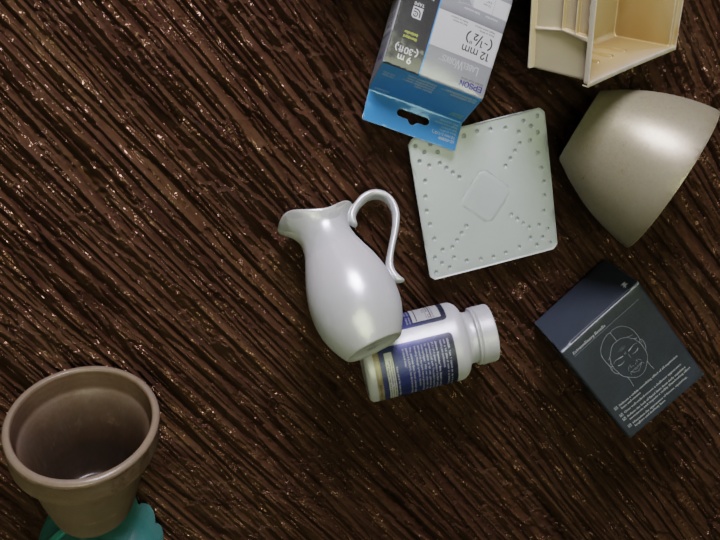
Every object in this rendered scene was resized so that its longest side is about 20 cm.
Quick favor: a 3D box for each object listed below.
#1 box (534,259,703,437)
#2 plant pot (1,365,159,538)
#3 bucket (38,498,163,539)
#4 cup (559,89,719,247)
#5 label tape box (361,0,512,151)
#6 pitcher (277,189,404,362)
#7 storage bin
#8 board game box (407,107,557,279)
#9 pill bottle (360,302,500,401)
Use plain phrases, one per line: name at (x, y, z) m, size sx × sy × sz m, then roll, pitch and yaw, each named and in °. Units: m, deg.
box at (0.387, 0.117, 1.021) m, size 0.148 × 0.107 × 0.201 m, roll -41°, pitch 110°, yaw 6°
plant pot at (-0.369, 0.264, 0.925) m, size 0.193 × 0.203 × 0.179 m, roll 2°, pitch 125°, yaw -9°
bucket at (-0.392, 0.447, 0.993) m, size 0.200 × 0.135 × 0.214 m, roll -2°, pitch 107°, yaw -8°
cup at (0.351, -0.156, 0.900) m, size 0.141 × 0.200 × 0.204 m, roll 32°, pitch 102°, yaw 11°
label tape box at (0.096, -0.272, 0.859) m, size 0.139 × 0.066 × 0.206 m, roll 15°, pitch 95°, yaw -13°
pitcher at (0.000, 0.000, 0.897) m, size 0.167 × 0.122 × 0.204 m, roll -23°, pitch 74°, yaw -8°
storage bin at (0.299, -0.351, 0.800) m, size 0.197 × 0.093 × 0.204 m, roll -26°, pitch 127°, yaw -31°
board game box at (0.174, -0.108, 0.959) m, size 0.194 × 0.026 × 0.206 m, roll -13°, pitch 110°, yaw -4°
pill bottle at (0.095, 0.111, 0.972) m, size 0.194 × 0.111 × 0.114 m, roll -13°, pitch 110°, yaw -4°
